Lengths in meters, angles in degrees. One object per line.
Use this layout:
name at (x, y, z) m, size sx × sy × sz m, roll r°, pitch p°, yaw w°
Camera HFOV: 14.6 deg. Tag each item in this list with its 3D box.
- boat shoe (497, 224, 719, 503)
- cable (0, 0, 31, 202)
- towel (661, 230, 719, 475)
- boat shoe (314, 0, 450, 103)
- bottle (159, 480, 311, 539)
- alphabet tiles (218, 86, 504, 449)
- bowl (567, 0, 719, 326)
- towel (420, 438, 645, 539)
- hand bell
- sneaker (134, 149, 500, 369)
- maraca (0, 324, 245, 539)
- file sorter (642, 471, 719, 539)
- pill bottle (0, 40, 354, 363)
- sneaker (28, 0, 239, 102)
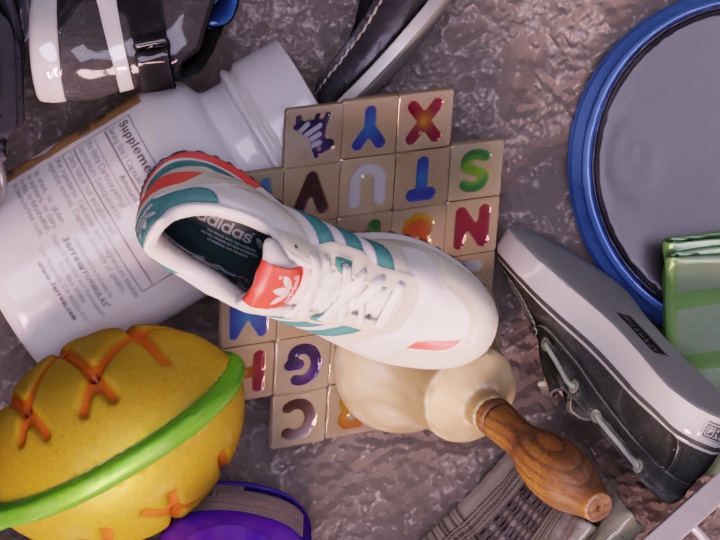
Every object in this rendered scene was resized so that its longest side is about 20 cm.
boat shoe at (0.124, 0.047, 1.514) m, size 0.071 × 0.200 × 0.064 m, roll 18°, pitch 112°, yaw -40°
cable at (-0.245, -0.102, 1.530) m, size 0.163 × 0.051 × 0.201 m, roll -25°, pitch 61°, yaw 33°
towel at (0.264, 0.042, 1.546) m, size 0.199 × 0.031 × 0.150 m, roll -7°, pitch 112°, yaw -6°
boat shoe at (0.032, -0.171, 1.550) m, size 0.060 × 0.074 × 0.200 m, roll 39°, pitch 87°, yaw -1°
bottle at (-0.068, 0.158, 1.488) m, size 0.083 × 0.200 × 0.066 m, roll 7°, pitch 95°, yaw -2°
alphabet tiles at (0.000, 0.000, 1.525) m, size 0.166 × 0.006 × 0.201 m, roll -9°, pitch 117°, yaw -25°
bowl at (0.216, -0.058, 1.571) m, size 0.200 × 0.039 × 0.201 m, roll 0°, pitch 90°, yaw -1°
towel at (0.055, 0.168, 1.496) m, size 0.200 × 0.193 × 0.035 m, roll -41°, pitch 99°, yaw 0°
hand bell at (0.075, 0.081, 1.478) m, size 0.104 × 0.200 × 0.105 m, roll -12°, pitch 119°, yaw -24°
sneaker at (-0.026, 0.008, 1.429) m, size 0.199 × 0.093 × 0.071 m, roll 25°, pitch 109°, yaw -4°
maraca at (-0.147, 0.096, 1.468) m, size 0.200 × 0.137 × 0.107 m, roll -27°, pitch 100°, yaw 14°
file sorter at (0.165, 0.202, 1.447) m, size 0.200 × 0.139 × 0.125 m, roll -37°, pitch 80°, yaw -26°
pill bottle at (-0.108, -0.037, 1.528) m, size 0.200 × 0.114 × 0.115 m, roll -31°, pitch 91°, yaw 0°
sneaker at (-0.118, -0.179, 1.526) m, size 0.111 × 0.073 × 0.201 m, roll -1°, pitch 64°, yaw 1°
